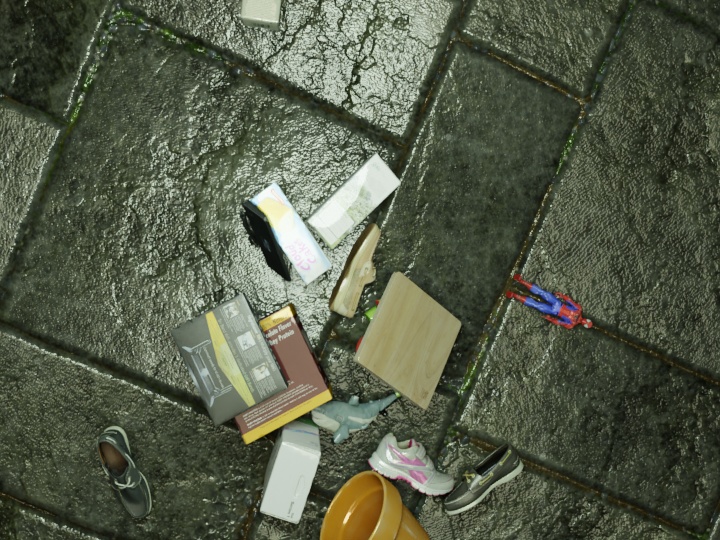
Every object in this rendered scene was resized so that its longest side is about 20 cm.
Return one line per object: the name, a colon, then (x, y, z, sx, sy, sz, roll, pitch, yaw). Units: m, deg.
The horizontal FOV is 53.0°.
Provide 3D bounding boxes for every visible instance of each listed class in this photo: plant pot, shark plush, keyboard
plant pot: (0.045, 0.556, 1.509, 0.182, 0.200, 0.201, 39, 91, -22)
shark plush: (-0.006, 0.296, 1.520, 0.195, 0.091, 0.085, -9, 107, -8)
keyboard: (-0.195, -0.067, 1.443, 0.021, 0.202, 0.126, -41, 56, -21)

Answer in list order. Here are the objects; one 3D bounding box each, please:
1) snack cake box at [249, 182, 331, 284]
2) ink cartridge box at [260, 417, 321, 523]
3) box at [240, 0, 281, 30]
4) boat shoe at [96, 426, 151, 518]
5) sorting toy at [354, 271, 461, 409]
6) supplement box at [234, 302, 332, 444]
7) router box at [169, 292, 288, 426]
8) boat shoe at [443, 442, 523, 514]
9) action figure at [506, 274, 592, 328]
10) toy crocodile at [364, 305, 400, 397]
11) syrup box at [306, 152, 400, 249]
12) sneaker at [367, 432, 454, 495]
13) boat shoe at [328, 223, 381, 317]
snack cake box: (-0.140, -0.076, 1.466, 0.067, 0.115, 0.202, -35, 96, -3)
ink cartridge box: (-0.141, 0.394, 1.464, 0.082, 0.200, 0.148, 18, 93, -6)
box: (-0.190, -0.593, 1.441, 0.080, 0.068, 0.206, 7, 94, -5)
boat shoe: (-0.497, 0.431, 1.507, 0.070, 0.068, 0.204, -20, 98, -4)
sorting toy: (0.087, 0.143, 1.477, 0.198, 0.069, 0.203, 37, 67, -26)
supplement box: (-0.183, 0.203, 1.470, 0.194, 0.133, 0.204, -27, 91, -2)
router box: (-0.247, 0.167, 1.373, 0.154, 0.052, 0.204, -26, 90, -3)
boat shoe: (0.258, 0.450, 1.568, 0.199, 0.072, 0.061, -32, 99, -9)
action figure: (0.415, 0.077, 1.560, 0.196, 0.052, 0.067, 25, 89, -9)
toy crocodile: (0.060, 0.171, 1.530, 0.066, 0.062, 0.205, -18, 97, -3)
syrup box: (-0.016, -0.143, 1.487, 0.200, 0.081, 0.079, -44, 99, 0)
sneaker: (0.119, 0.413, 1.547, 0.196, 0.081, 0.090, 24, 89, -11)
boat shoe: (0.000, 0.000, 1.511, 0.063, 0.071, 0.203, 24, 101, -12)
